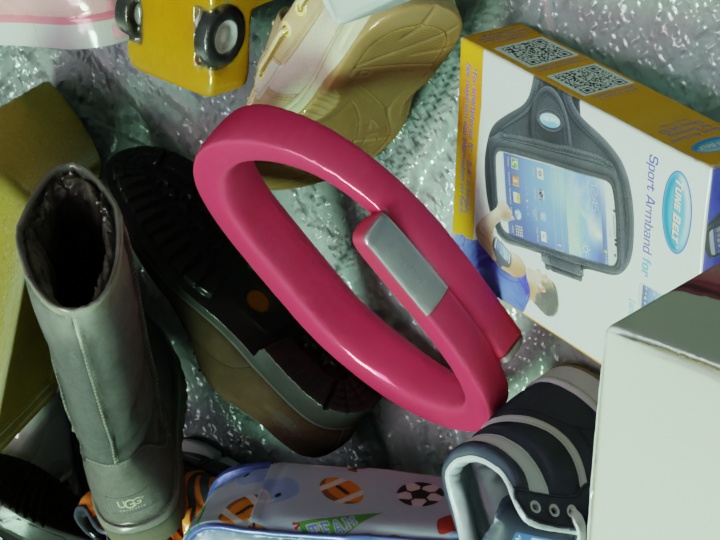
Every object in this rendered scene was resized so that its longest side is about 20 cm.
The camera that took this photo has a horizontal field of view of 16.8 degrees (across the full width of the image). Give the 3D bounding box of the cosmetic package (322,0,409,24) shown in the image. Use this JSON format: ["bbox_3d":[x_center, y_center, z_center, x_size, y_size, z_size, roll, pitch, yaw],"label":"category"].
[{"bbox_3d":[0.072,-0.221,0.968,0.199,0.164,0.166,-19,95,48],"label":"cosmetic package"}]

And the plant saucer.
[{"bbox_3d":[-0.189,0.013,1.308,0.048,0.200,0.202,15,104,4],"label":"plant saucer"}]

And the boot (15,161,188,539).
[{"bbox_3d":[-0.139,0.024,1.263,0.182,0.072,0.201,-113,3,-46],"label":"boot"}]

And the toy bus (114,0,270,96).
[{"bbox_3d":[-0.072,-0.192,1.183,0.065,0.078,0.202,21,122,35],"label":"toy bus"}]

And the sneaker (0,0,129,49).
[{"bbox_3d":[-0.201,-0.175,1.318,0.199,0.075,0.106,4,115,35],"label":"sneaker"}]

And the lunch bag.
[{"bbox_3d":[0.001,0.182,1.238,0.198,0.076,0.162,4,116,12],"label":"lunch bag"}]

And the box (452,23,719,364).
[{"bbox_3d":[0.113,-0.021,1.077,0.200,0.041,0.120,35,132,49],"label":"box"}]

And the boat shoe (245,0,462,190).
[{"bbox_3d":[-0.011,-0.104,1.179,0.200,0.073,0.070,-44,54,54],"label":"boat shoe"}]

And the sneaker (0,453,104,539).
[{"bbox_3d":[-0.162,0.188,1.414,0.199,0.060,0.105,24,113,-8],"label":"sneaker"}]

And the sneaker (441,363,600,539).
[{"bbox_3d":[0.124,0.135,1.121,0.200,0.108,0.070,43,133,22],"label":"sneaker"}]

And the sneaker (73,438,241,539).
[{"bbox_3d":[-0.076,0.154,1.321,0.199,0.112,0.078,7,114,42],"label":"sneaker"}]

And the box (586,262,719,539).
[{"bbox_3d":[0.190,0.059,0.955,0.108,0.199,0.129,23,123,36],"label":"box"}]

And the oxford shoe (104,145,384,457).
[{"bbox_3d":[-0.076,0.021,1.292,0.200,0.072,0.085,52,142,16],"label":"oxford shoe"}]

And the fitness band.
[{"bbox_3d":[0.000,0.000,1.170,0.143,0.037,0.200,13,147,53],"label":"fitness band"}]

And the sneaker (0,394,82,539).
[{"bbox_3d":[-0.182,0.160,1.469,0.086,0.075,0.201,20,126,23],"label":"sneaker"}]
